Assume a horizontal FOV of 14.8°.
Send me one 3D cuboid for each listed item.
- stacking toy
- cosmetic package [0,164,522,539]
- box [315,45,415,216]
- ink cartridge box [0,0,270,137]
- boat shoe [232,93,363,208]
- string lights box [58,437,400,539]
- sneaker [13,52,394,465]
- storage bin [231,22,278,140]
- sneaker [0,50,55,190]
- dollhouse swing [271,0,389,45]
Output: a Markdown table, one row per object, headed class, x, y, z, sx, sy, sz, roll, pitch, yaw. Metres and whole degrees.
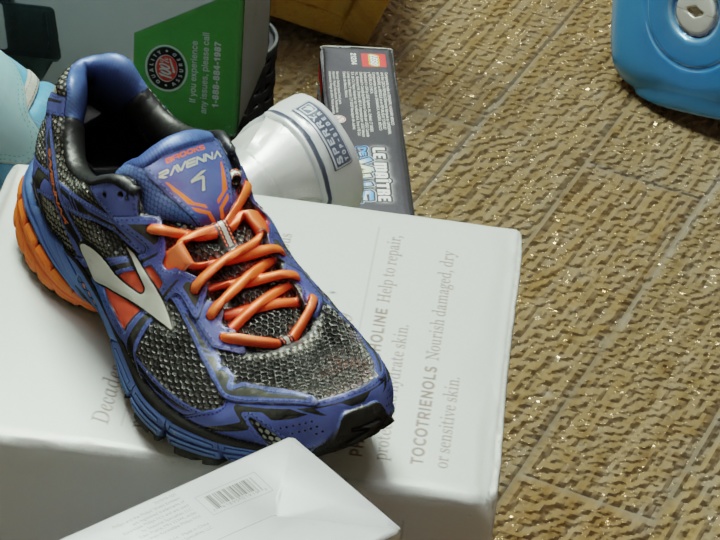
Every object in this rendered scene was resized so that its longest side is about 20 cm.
| class | x | y | z | sx | sy | sz | roll | pitch | yaw |
| --- | --- | --- | --- | --- | --- | --- | --- | --- | --- |
| stacking toy | 0.229 | -0.152 | 1.476 | 0.116 | 0.111 | 0.199 | 16 | 22 | 34 |
| cosmetic package | -0.050 | 0.083 | 1.019 | 0.198 | 0.168 | 0.167 | 7 | 36 | 3 |
| box | 0.000 | 0.000 | 1.198 | 0.034 | 0.111 | 0.201 | 2 | 34 | -5 |
| ink cartridge box | -0.140 | -0.150 | 1.202 | 0.198 | 0.147 | 0.083 | 8 | 34 | 6 |
| boat shoe | -0.062 | -0.006 | 1.139 | 0.065 | 0.200 | 0.074 | -31 | 74 | -28 |
| string lights box | -0.050 | 0.162 | 0.876 | 0.102 | 0.201 | 0.059 | -23 | 42 | -34 |
| sneaker | -0.058 | -0.004 | 0.927 | 0.075 | 0.079 | 0.200 | -22 | 44 | -31 |
| storage bin | -0.142 | -0.056 | 1.275 | 0.135 | 0.094 | 0.200 | 25 | 40 | 25 |
| sneaker | -0.174 | -0.054 | 1.137 | 0.130 | 0.080 | 0.200 | 34 | -8 | -27 |
| dollhouse swing | -0.059 | -0.242 | 1.441 | 0.199 | 0.177 | 0.182 | 18 | 34 | -9 |
